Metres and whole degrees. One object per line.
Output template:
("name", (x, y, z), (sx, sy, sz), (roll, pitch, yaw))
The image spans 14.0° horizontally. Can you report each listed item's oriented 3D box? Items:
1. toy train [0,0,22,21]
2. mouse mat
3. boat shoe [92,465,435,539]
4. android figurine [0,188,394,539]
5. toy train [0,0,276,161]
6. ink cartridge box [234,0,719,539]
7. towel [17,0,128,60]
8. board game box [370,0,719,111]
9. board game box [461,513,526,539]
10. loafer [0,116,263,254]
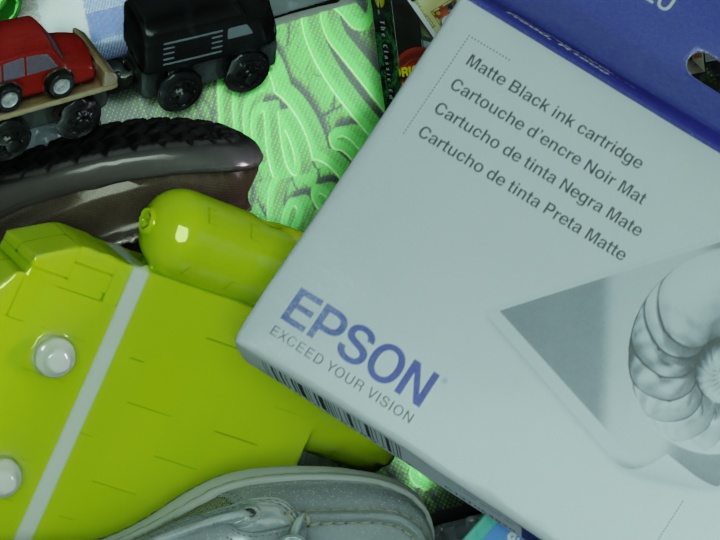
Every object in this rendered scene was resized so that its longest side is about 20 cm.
("toy train", (-0.105, -0.143, 1.053), (0.200, 0.042, 0.056), (-39, 85, -2))
("mouse mat", (0.000, 0.000, 1.096), (0.160, 0.008, 0.201), (-16, 91, -2))
("boat shoe", (-0.064, 0.118, 0.991), (0.201, 0.065, 0.075), (-9, 114, -19))
("android figurine", (-0.082, 0.058, 1.026), (0.200, 0.041, 0.183), (22, 97, -32))
("toy train", (-0.120, -0.066, 1.035), (0.199, 0.046, 0.034), (-17, 47, -21))
("ink cartridge box", (0.093, -0.004, 0.987), (0.199, 0.041, 0.200), (31, 81, 12))
("towel", (-0.170, -0.133, 1.077), (0.199, 0.024, 0.147), (-13, 92, -3))
("board game box", (0.100, -0.111, 1.061), (0.199, 0.023, 0.105), (-11, 98, -17))
("board game box", (0.140, 0.124, 0.998), (0.200, 0.045, 0.152), (41, 87, 14))
("loafer", (-0.126, -0.002, 1.062), (0.199, 0.073, 0.071), (-17, 102, 6))
